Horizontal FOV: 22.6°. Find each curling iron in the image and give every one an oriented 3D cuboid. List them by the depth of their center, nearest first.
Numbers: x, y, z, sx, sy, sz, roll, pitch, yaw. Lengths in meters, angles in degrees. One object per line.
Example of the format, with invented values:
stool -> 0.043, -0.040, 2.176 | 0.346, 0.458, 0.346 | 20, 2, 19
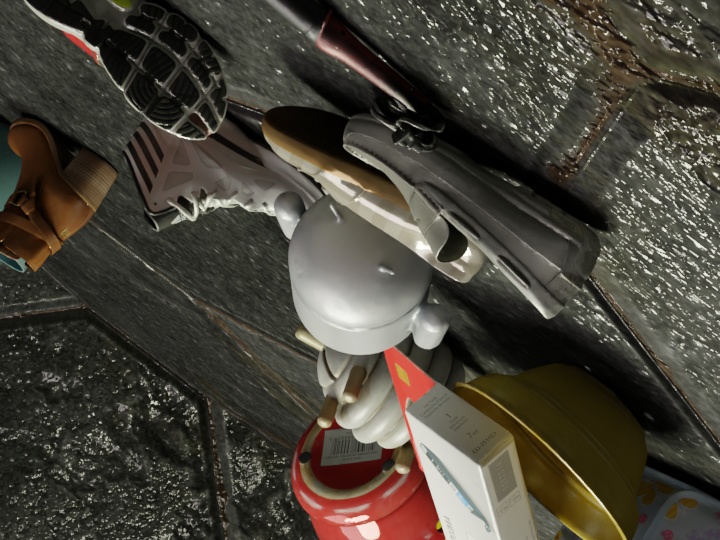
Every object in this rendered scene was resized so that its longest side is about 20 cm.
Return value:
curling iron -> -0.021, -0.147, 1.135 | 0.200, 0.026, 0.050 | 43, -155, -8

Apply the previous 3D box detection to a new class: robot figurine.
robot figurine -> 0.000, 0.000, 1.429 | 0.169, 0.113, 0.200 | 35, 168, 7

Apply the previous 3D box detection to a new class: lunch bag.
lunch bag -> 0.258, 0.269, 1.556 | 0.127, 0.170, 0.200 | 40, 171, -37

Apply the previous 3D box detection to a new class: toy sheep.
toy sheep -> 0.025, 0.107, 1.715 | 0.200, 0.138, 0.138 | 35, 169, -14

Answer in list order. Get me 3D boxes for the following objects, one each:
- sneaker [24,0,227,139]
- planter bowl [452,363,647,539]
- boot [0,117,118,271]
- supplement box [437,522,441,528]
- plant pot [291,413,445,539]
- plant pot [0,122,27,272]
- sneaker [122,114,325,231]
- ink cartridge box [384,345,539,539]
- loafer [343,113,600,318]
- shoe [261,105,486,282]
sneaker -> -0.178, -0.181, 1.409 | 0.200, 0.077, 0.085 | 44, 180, 2
planter bowl -> 0.175, 0.138, 1.484 | 0.200, 0.083, 0.200 | 44, 168, 12
boot -> -0.392, -0.088, 2.139 | 0.200, 0.155, 0.077 | 29, 166, 35
supplement box -> 0.137, 0.416, 2.608 | 0.109, 0.110, 0.200 | 32, 166, 26
plant pot -> 0.025, 0.260, 2.136 | 0.200, 0.201, 0.183 | 27, 162, 40
plant pot -> -0.474, -0.112, 2.338 | 0.200, 0.135, 0.200 | 35, 168, 8
sneaker -> -0.116, -0.060, 1.538 | 0.200, 0.115, 0.076 | 35, 168, 9
ink cartridge box -> 0.075, 0.170, 1.554 | 0.176, 0.045, 0.200 | 36, 155, 39
loafer -> 0.063, -0.040, 1.184 | 0.200, 0.070, 0.070 | 33, -178, 28
shoe -> 0.008, -0.056, 1.277 | 0.200, 0.053, 0.070 | 30, -149, 23
